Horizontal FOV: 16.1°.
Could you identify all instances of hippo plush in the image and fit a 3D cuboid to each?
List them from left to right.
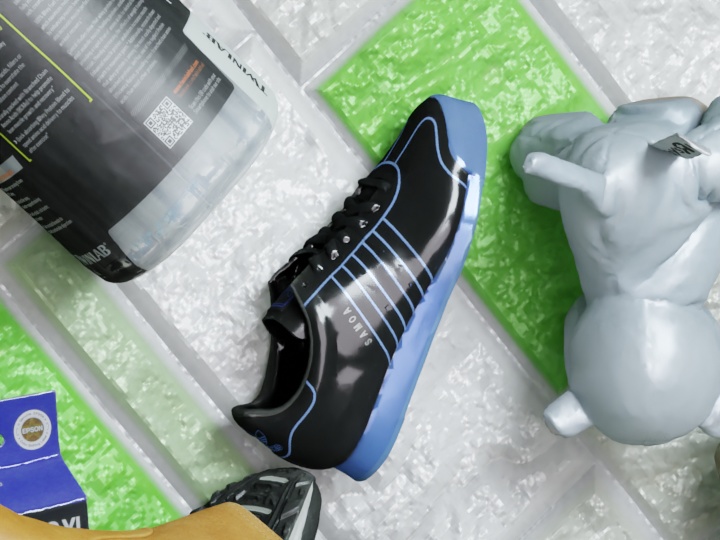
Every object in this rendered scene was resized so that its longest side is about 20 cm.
[{"bbox_3d":[0.161,0.002,1.265,0.158,0.200,0.162,-7,99,1],"label":"hippo plush"}]

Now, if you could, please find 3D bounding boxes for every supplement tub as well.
[{"bbox_3d":[-0.145,-0.100,1.180,0.200,0.122,0.123,43,75,-14],"label":"supplement tub"}]

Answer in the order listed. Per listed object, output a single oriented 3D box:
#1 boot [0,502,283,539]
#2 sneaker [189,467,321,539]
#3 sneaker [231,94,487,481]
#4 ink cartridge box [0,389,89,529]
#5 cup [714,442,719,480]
[{"bbox_3d":[-0.111,0.135,1.143,0.201,0.071,0.144,47,47,11],"label":"boot"},{"bbox_3d":[-0.063,0.189,1.228,0.079,0.074,0.201,40,61,-42],"label":"sneaker"},{"bbox_3d":[0.000,0.000,1.259,0.077,0.070,0.201,21,81,-23],"label":"sneaker"},{"bbox_3d":[-0.171,0.163,1.183,0.094,0.037,0.202,-9,100,-29],"label":"ink cartridge box"},{"bbox_3d":[0.267,0.107,1.307,0.143,0.201,0.200,42,73,15],"label":"cup"}]
